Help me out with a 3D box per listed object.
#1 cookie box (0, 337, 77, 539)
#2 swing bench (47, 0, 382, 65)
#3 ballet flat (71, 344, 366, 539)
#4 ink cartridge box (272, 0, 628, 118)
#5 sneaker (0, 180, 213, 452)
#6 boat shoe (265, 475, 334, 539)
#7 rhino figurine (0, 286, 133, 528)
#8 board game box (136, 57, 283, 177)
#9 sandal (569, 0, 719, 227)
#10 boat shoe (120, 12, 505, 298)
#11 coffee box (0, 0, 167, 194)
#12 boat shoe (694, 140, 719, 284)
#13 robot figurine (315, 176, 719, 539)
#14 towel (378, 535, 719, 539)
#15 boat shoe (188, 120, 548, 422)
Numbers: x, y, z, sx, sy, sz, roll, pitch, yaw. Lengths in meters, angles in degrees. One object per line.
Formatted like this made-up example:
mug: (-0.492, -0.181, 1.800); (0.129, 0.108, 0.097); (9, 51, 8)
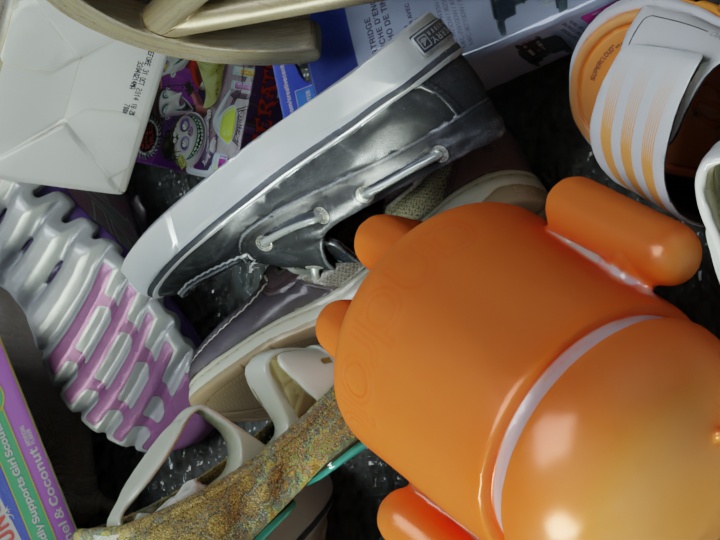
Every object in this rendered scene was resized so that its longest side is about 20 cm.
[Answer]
cookie box: (-0.218, 0.125, 1.403); (0.200, 0.075, 0.171); (-9, 103, 55)
swing bench: (-0.021, -0.203, 1.182); (0.200, 0.130, 0.199); (-17, 59, 34)
ballet flat: (-0.039, 0.072, 1.204); (0.071, 0.200, 0.071); (37, 152, 24)
ink cartridge box: (0.035, -0.133, 1.224); (0.200, 0.042, 0.119); (-24, 67, 27)
sneaker: (-0.127, -0.002, 1.390); (0.200, 0.088, 0.080); (48, 120, 14)
boat shoe: (-0.050, 0.152, 1.237); (0.072, 0.200, 0.066); (-26, 106, 26)
rhino figurine: (-0.163, 0.074, 1.427); (0.087, 0.060, 0.200); (-43, 57, 38)
board game box: (-0.071, -0.145, 1.384); (0.120, 0.032, 0.200); (13, 94, 51)
sandal: (0.141, -0.052, 1.103); (0.207, 0.059, 0.079); (19, 125, 46)
boat shoe: (-0.020, -0.028, 1.197); (0.200, 0.072, 0.068); (-35, 92, 35)
coffee box: (-0.144, -0.145, 1.362); (0.200, 0.080, 0.114); (-105, 28, -47)
boat shoe: (0.171, 0.043, 1.036); (0.071, 0.069, 0.200); (-32, 83, 34)
robot figurine: (0.069, 0.050, 1.110); (0.144, 0.117, 0.200); (-40, 46, -16)
towel: (0.082, 0.110, 1.182); (0.200, 0.022, 0.147); (-55, 49, 23)
boat shoe: (0.000, 0.000, 1.259); (0.200, 0.072, 0.065); (-36, 54, 33)
